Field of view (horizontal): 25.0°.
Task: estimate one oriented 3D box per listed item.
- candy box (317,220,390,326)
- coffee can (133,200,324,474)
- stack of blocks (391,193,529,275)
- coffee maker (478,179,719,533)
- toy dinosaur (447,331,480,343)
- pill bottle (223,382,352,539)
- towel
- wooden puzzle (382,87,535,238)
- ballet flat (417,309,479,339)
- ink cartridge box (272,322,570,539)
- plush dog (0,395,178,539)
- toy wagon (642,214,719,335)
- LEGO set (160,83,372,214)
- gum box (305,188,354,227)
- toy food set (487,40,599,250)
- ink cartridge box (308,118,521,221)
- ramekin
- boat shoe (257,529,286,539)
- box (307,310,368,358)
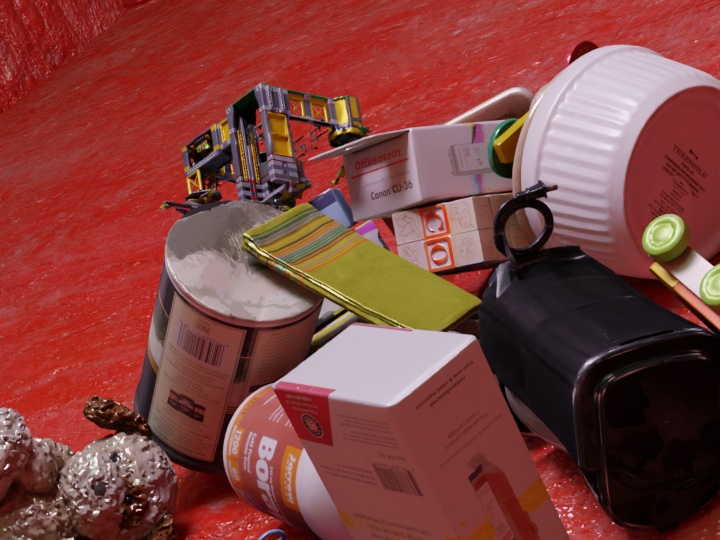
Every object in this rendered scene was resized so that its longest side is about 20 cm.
[{"bbox_3d":[-0.052,0.022,1.615,0.136,0.061,0.200,-33,2,-17],"label":"candy box"},{"bbox_3d":[-0.115,0.061,1.435,0.145,0.201,0.147,10,43,-9],"label":"coffee can"},{"bbox_3d":[0.110,-0.033,1.494,0.115,0.059,0.199,-13,-3,34],"label":"stack of blocks"},{"bbox_3d":[0.160,0.062,1.139,0.134,0.193,0.200,-36,20,-6],"label":"coffee maker"},{"bbox_3d":[0.160,0.078,1.295,0.198,0.078,0.102,3,24,-6],"label":"toy dinosaur"},{"bbox_3d":[-0.019,0.154,1.274,0.112,0.113,0.200,-38,21,-22],"label":"pill bottle"},{"bbox_3d":[0.000,0.000,1.344,0.199,0.018,0.086,29,43,30],"label":"towel"},{"bbox_3d":[0.107,-0.093,1.649,0.199,0.185,0.037,-24,60,9],"label":"wooden puzzle"},{"bbox_3d":[0.104,0.042,1.373,0.199,0.047,0.067,-10,6,-33],"label":"ballet flat"},{"bbox_3d":[0.047,0.144,1.090,0.083,0.201,0.145,-36,21,-29],"label":"ink cartridge box"},{"bbox_3d":[-0.241,0.208,1.417,0.171,0.201,0.161,-19,-17,-3],"label":"plush dog"},{"bbox_3d":[0.270,0.043,1.094,0.040,0.155,0.200,-47,38,6],"label":"toy wagon"},{"bbox_3d":[-0.084,-0.088,1.567,0.199,0.117,0.153,-25,-25,36],"label":"LEGO set"},{"bbox_3d":[-0.086,-0.020,1.612,0.169,0.045,0.200,-31,1,2],"label":"gum box"},{"bbox_3d":[0.206,-0.100,1.452,0.200,0.199,0.049,-40,33,-21],"label":"toy food set"},{"bbox_3d":[0.065,-0.090,1.475,0.199,0.068,0.116,-7,-5,-33],"label":"ink cartridge box"},{"bbox_3d":[0.245,-0.087,1.387,0.200,0.201,0.105,-38,33,-23],"label":"ramekin"},{"bbox_3d":[-0.060,0.232,1.208,0.084,0.069,0.199,-42,24,-31],"label":"boat shoe"},{"bbox_3d":[0.004,0.056,1.519,0.117,0.049,0.200,-32,6,-7],"label":"box"}]
